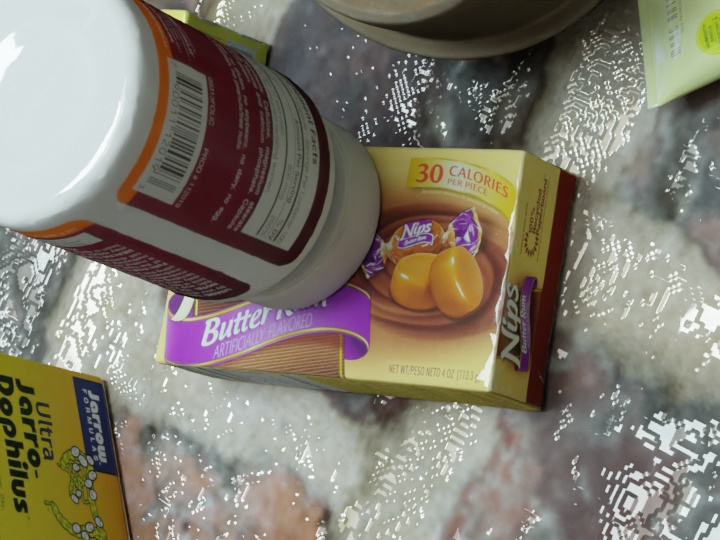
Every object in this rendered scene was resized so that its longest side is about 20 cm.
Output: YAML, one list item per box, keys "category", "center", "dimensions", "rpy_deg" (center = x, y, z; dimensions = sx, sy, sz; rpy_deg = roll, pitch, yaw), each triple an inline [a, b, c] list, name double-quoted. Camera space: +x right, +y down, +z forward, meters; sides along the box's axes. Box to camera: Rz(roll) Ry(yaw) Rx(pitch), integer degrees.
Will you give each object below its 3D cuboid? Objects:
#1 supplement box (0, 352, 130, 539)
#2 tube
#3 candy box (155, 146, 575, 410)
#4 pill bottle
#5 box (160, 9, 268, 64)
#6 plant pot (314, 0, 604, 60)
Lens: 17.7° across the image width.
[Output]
- category: "supplement box"
  center: [-0.225, 0.104, 1.169]
  dimensions: [0.109, 0.200, 0.110]
  rpy_deg: [-24, 66, 28]
- category: "tube"
  center: [0.210, -0.135, 1.028]
  dimensions: [0.200, 0.058, 0.052]
  rpy_deg: [-19, 109, 34]
- category: "candy box"
  center: [0.000, 0.000, 1.131]
  dimensions: [0.200, 0.056, 0.117]
  rpy_deg: [4, 80, 34]
- category: "pill bottle"
  center: [-0.083, -0.050, 1.044]
  dimensions: [0.114, 0.200, 0.114]
  rpy_deg: [-10, 70, 31]
- category: "box"
  center: [-0.152, -0.112, 1.252]
  dimensions: [0.200, 0.075, 0.050]
  rpy_deg: [5, 83, 34]
- category: "plant pot"
  center: [0.033, -0.181, 1.035]
  dimensions: [0.200, 0.175, 0.200]
  rpy_deg: [4, 107, 13]
